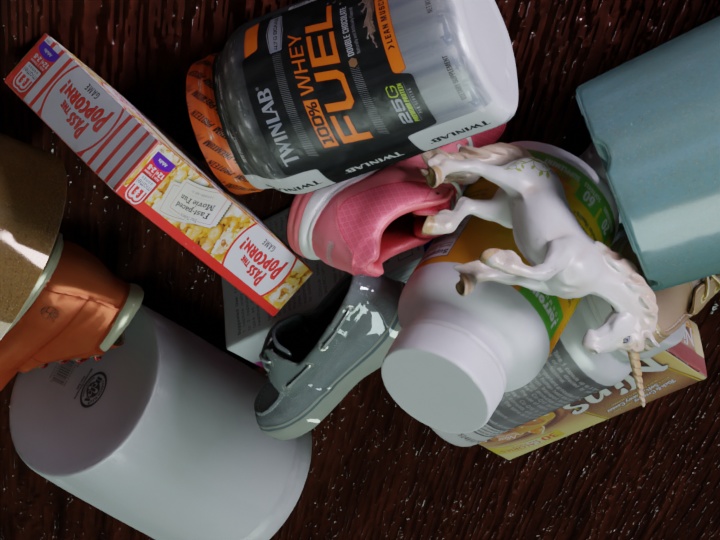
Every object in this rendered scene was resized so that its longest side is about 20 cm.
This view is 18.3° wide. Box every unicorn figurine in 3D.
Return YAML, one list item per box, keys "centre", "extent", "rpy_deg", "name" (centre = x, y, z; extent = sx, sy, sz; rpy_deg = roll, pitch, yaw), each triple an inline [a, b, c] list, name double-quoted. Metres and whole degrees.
- centre: [0.119, -0.013, 1.463]
  extent: [0.137, 0.201, 0.074]
  rpy_deg: [-2, 152, -29]
  name: "unicorn figurine"

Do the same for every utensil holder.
- centre: [-0.163, 0.130, 1.825]
  extent: [0.170, 0.170, 0.200]
  rpy_deg: [-23, 144, 25]
  name: "utensil holder"

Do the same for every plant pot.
- centre: [-0.333, -0.043, 1.512]
  extent: [0.200, 0.187, 0.186]
  rpy_deg: [31, 134, -29]
  name: "plant pot"
- centre: [0.258, -0.088, 1.488]
  extent: [0.196, 0.201, 0.200]
  rpy_deg: [-21, 147, 8]
  name: "plant pot"

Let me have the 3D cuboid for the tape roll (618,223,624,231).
- centre: [0.131, 0.017, 1.811]
  extent: [0.200, 0.048, 0.201]
  rpy_deg: [-5, 149, -3]
  name: "tape roll"

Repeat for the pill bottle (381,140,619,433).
- centre: [0.094, 0.014, 1.553]
  extent: [0.111, 0.200, 0.111]
  rpy_deg: [21, 142, 17]
  name: "pill bottle"

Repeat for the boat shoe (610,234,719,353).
- centre: [0.228, -0.005, 1.599]
  extent: [0.069, 0.200, 0.074]
  rpy_deg: [-20, 106, 26]
  name: "boat shoe"

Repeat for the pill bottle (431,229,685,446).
- centre: [0.140, 0.050, 1.710]
  extent: [0.200, 0.114, 0.114]
  rpy_deg: [-26, 145, 29]
  name: "pill bottle"

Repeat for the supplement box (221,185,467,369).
- centre: [0.000, 0.000, 1.703]
  extent: [0.200, 0.104, 0.101]
  rpy_deg: [-26, 144, 27]
  name: "supplement box"

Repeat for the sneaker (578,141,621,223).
- centre: [0.195, -0.079, 1.657]
  extent: [0.200, 0.073, 0.071]
  rpy_deg: [-16, 110, 35]
  name: "sneaker"

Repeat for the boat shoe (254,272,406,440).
- centre: [-0.034, 0.056, 1.641]
  extent: [0.071, 0.070, 0.201]
  rpy_deg: [29, 137, -18]
  name: "boat shoe"

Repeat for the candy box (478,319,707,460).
- centre: [0.168, 0.083, 1.829]
  extent: [0.200, 0.055, 0.115]
  rpy_deg: [-26, 145, 28]
  name: "candy box"

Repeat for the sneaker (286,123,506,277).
- centre: [0.045, -0.056, 1.556]
  extent: [0.200, 0.087, 0.074]
  rpy_deg: [-38, 140, -25]
  name: "sneaker"

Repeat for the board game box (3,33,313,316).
- centre: [-0.135, -0.064, 1.524]
  extent: [0.046, 0.151, 0.200]
  rpy_deg: [-48, 140, 1]
  name: "board game box"

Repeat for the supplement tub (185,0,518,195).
- centre: [-0.006, -0.125, 1.473]
  extent: [0.199, 0.123, 0.123]
  rpy_deg: [-19, 147, 19]
  name: "supplement tub"

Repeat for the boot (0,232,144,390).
- centre: [-0.245, 0.052, 1.744]
  extent: [0.107, 0.075, 0.200]
  rpy_deg: [25, 139, -17]
  name: "boot"
